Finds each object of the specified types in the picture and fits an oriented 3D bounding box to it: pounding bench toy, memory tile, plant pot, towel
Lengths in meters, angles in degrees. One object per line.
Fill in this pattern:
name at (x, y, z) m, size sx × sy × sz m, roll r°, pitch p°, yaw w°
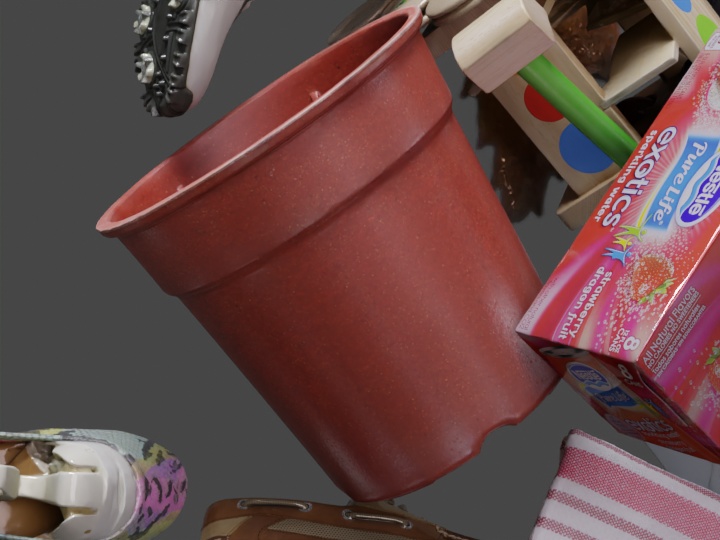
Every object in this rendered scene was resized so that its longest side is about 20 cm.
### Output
pounding bench toy at (0.128, -0.106, 1.020) m, size 0.156 × 0.124 × 0.200 m, roll 50°, pitch 32°, yaw -12°
memory tile at (0.074, -0.194, 1.055) m, size 0.017 × 0.153 × 0.200 m, roll 50°, pitch 64°, yaw -17°
plant pot at (0.000, 0.000, 0.971) m, size 0.200 × 0.200 × 0.196 m, roll -40°, pitch 102°, yaw -24°
towel at (0.134, 0.200, 0.973) m, size 0.146 × 0.030 × 0.201 m, roll 27°, pitch 73°, yaw -10°

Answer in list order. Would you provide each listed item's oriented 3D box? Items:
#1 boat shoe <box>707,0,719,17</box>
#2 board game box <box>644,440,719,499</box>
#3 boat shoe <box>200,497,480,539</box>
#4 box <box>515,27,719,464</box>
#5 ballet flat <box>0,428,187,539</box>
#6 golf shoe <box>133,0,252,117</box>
boat shoe at (0.239, -0.228, 1.131) m, size 0.060 × 0.201 × 0.074 m, roll 14°, pitch 29°, yaw 0°
board game box at (0.210, 0.024, 1.072) m, size 0.148 × 0.064 × 0.200 m, roll 53°, pitch 40°, yaw -5°
boat shoe at (0.008, 0.152, 0.995) m, size 0.198 × 0.076 × 0.074 m, roll 7°, pitch 48°, yaw -19°
box at (0.183, -0.015, 0.922) m, size 0.095 × 0.099 × 0.201 m, roll 42°, pitch 76°, yaw -28°
ballet flat at (-0.176, 0.108, 0.933) m, size 0.199 × 0.071 × 0.070 m, roll 7°, pitch 76°, yaw -21°
golf shoe at (-0.069, -0.174, 1.036) m, size 0.088 × 0.077 × 0.202 m, roll 19°, pitch 73°, yaw -25°
